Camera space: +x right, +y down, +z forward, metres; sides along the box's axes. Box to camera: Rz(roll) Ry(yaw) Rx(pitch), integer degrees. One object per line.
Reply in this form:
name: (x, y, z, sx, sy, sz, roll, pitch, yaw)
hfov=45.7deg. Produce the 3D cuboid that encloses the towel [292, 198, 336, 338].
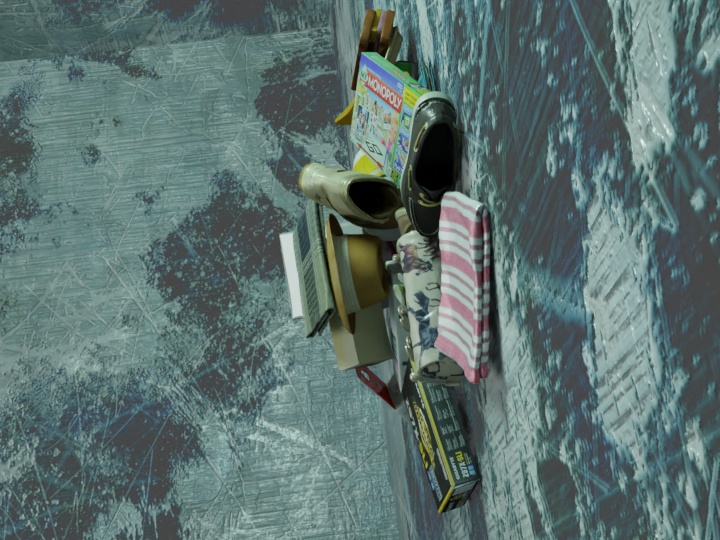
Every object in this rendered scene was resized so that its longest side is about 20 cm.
towel: (-0.073, -0.002, 1.412, 0.193, 0.034, 0.205, 129, 135, -67)

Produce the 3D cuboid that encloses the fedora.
fedora: (0.000, 0.000, 1.322, 0.201, 0.080, 0.205, -10, -90, -86)

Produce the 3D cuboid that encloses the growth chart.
growth chart: (0.092, 0.070, 1.214, 0.144, 0.018, 0.204, 24, -130, -48)

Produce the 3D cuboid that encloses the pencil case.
pencil case: (0.100, 0.050, 1.149, 0.089, 0.076, 0.204, 36, -139, -57)

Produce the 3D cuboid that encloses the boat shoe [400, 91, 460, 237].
boat shoe: (0.088, -0.119, 1.073, 0.061, 0.070, 0.204, -94, 3, -50)

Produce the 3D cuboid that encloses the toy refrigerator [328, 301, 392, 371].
toy refrigerator: (-0.014, 0.062, 1.454, 0.070, 0.075, 0.204, -26, 74, 52)

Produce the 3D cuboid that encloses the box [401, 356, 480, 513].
box: (0.114, 0.239, 1.268, 0.161, 0.048, 0.203, 91, 163, -64)

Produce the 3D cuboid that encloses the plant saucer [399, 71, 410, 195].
plant saucer: (0.066, -0.200, 1.315, 0.200, 0.037, 0.205, 172, 90, -88)

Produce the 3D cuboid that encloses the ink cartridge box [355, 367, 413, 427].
ink cartridge box: (0.066, 0.209, 1.493, 0.173, 0.044, 0.200, 43, -178, -6)

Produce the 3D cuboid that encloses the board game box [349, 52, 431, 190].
board game box: (0.042, -0.215, 1.218, 0.200, 0.029, 0.137, -129, 41, -52)

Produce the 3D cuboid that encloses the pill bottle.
pill bottle: (0.042, -0.147, 1.510, 0.201, 0.112, 0.116, -102, 6, -60)

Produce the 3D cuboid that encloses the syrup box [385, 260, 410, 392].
syrup box: (0.090, 0.089, 1.393, 0.079, 0.079, 0.205, -107, 13, -73)

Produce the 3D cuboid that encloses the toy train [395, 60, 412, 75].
toy train: (0.062, -0.316, 1.461, 0.200, 0.041, 0.058, -144, 58, -86)

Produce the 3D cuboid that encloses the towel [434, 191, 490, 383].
towel: (0.117, 0.014, 0.995, 0.146, 0.029, 0.205, -136, 44, -76)

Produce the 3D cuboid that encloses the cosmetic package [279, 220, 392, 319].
cosmetic package: (-0.020, -0.010, 1.620, 0.166, 0.197, 0.170, -15, -83, -53)

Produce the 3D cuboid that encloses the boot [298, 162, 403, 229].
boot: (0.021, -0.102, 1.283, 0.155, 0.198, 0.074, 20, 87, 56)

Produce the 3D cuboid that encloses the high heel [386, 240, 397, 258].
high heel: (0.078, -0.019, 1.516, 0.202, 0.066, 0.098, -100, 9, -49)

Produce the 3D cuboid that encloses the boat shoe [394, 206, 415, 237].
boat shoe: (0.090, -0.054, 1.240, 0.200, 0.071, 0.066, 82, 172, -79)

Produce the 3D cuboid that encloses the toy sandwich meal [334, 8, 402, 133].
toy sandwich meal: (0.011, -0.316, 1.379, 0.205, 0.069, 0.209, -160, 89, -85)

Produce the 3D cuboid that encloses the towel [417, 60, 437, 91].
towel: (0.094, -0.202, 1.248, 0.200, 0.021, 0.150, 116, 148, -85)
